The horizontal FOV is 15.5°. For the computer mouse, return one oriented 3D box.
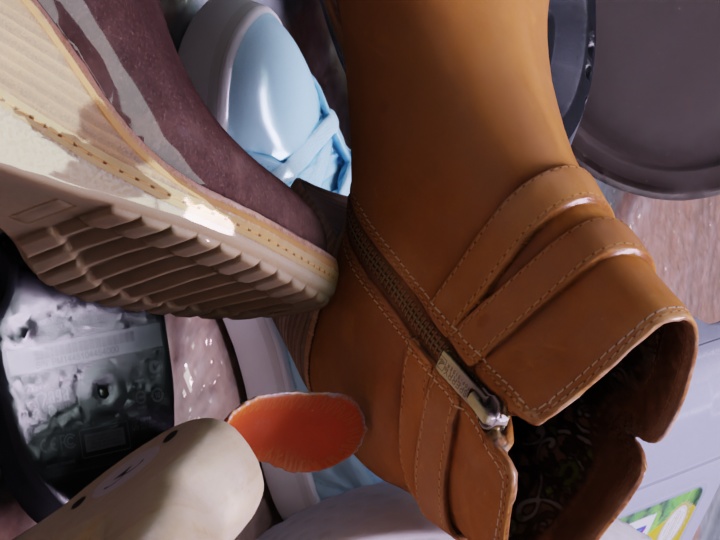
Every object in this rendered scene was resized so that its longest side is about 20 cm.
[{"bbox_3d":[-0.088,-0.024,0.733,0.058,0.034,0.201,-7,92,-37],"label":"computer mouse"}]

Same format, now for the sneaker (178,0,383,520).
[{"bbox_3d":[0.000,0.000,0.853,0.074,0.082,0.201,-61,143,-48],"label":"sneaker"}]

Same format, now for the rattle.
[{"bbox_3d":[-0.095,0.045,0.649,0.143,0.130,0.200,42,49,1],"label":"rattle"}]

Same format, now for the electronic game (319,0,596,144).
[{"bbox_3d":[0.034,-0.119,0.964,0.200,0.041,0.201,26,59,-56],"label":"electronic game"}]

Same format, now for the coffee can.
[{"bbox_3d":[0.163,-0.111,1.128,0.200,0.146,0.147,-14,103,-65],"label":"coffee can"}]

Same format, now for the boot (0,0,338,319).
[{"bbox_3d":[-0.068,-0.086,0.689,0.200,0.072,0.167,28,61,-45],"label":"boot"}]

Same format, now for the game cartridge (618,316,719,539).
[{"bbox_3d":[0.059,0.111,0.903,0.133,0.040,0.201,-11,132,-45],"label":"game cartridge"}]

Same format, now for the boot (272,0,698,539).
[{"bbox_3d":[0.038,-0.028,0.713,0.076,0.155,0.201,10,113,-33],"label":"boot"}]

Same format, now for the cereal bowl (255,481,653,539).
[{"bbox_3d":[0.034,0.146,0.806,0.083,0.199,0.201,-68,150,-62],"label":"cereal bowl"}]
